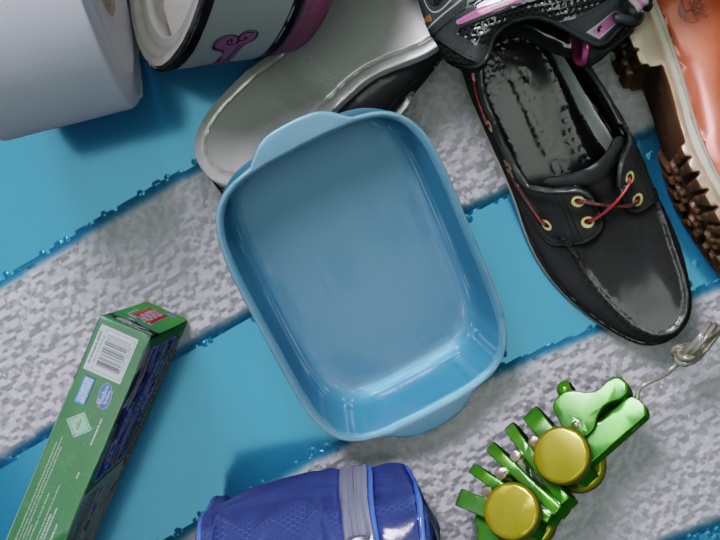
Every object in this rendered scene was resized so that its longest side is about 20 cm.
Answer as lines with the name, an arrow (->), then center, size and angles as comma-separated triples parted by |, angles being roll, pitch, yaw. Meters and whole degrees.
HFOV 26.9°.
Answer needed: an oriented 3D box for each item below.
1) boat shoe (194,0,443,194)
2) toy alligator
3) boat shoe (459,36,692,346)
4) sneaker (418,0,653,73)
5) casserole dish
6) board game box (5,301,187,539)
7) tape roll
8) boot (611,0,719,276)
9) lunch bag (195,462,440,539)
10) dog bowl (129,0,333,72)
boat shoe -> 0.001, -0.107, 0.806 | 0.200, 0.060, 0.074 | -44, 65, 0
toy alligator -> 0.110, 0.089, 0.813 | 0.054, 0.059, 0.200 | 42, 92, 23
boat shoe -> 0.117, -0.046, 0.807 | 0.073, 0.063, 0.202 | -30, 93, -1
sneaker -> 0.120, -0.147, 0.751 | 0.198, 0.080, 0.087 | -13, 87, -1
casserole dish -> 0.000, 0.000, 0.787 | 0.120, 0.039, 0.201 | -27, 120, -2
board game box -> -0.148, 0.116, 0.777 | 0.029, 0.135, 0.201 | 23, 92, -1
tape roll -> -0.167, -0.168, 0.735 | 0.070, 0.202, 0.204 | -14, 92, 0
boot -> 0.207, -0.084, 0.801 | 0.106, 0.075, 0.201 | -20, 91, -4
lunch bag -> -0.003, 0.205, 0.778 | 0.131, 0.136, 0.202 | -9, 93, 1
dog bowl -> -0.059, -0.196, 0.743 | 0.073, 0.200, 0.202 | 4, 92, -22
